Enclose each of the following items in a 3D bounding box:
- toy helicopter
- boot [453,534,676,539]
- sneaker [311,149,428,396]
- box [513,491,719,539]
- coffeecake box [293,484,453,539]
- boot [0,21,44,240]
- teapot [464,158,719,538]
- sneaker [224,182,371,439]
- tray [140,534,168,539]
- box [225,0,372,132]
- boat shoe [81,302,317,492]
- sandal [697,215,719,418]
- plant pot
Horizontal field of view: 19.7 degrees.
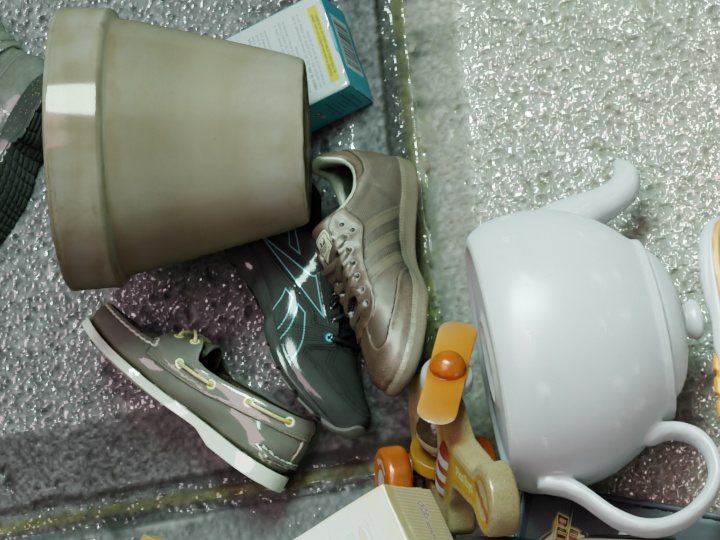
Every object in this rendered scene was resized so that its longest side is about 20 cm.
[{"bbox_3d":[0.067,0.114,1.350,0.078,0.200,0.133,-4,104,-13],"label":"toy helicopter"},{"bbox_3d":[0.105,0.208,1.343,0.199,0.074,0.076,-1,87,23],"label":"boot"},{"bbox_3d":[0.000,0.000,1.453,0.071,0.075,0.201,118,157,-46],"label":"sneaker"},{"bbox_3d":[0.168,0.251,1.365,0.158,0.046,0.201,8,81,26],"label":"box"},{"bbox_3d":[-0.018,0.251,1.303,0.200,0.073,0.154,-33,68,19],"label":"coffeecake box"},{"bbox_3d":[-0.318,-0.101,1.663,0.130,0.068,0.200,33,85,31],"label":"boot"},{"bbox_3d":[0.153,0.050,1.355,0.145,0.197,0.201,-9,106,-1],"label":"teapot"},{"bbox_3d":[-0.033,0.025,1.493,0.079,0.075,0.201,-31,68,12],"label":"sneaker"},{"bbox_3d":[-0.081,0.261,1.400,0.199,0.037,0.099,20,88,31],"label":"tray"},{"bbox_3d":[-0.096,-0.126,1.569,0.199,0.049,0.083,-25,69,17],"label":"box"},{"bbox_3d":[-0.118,0.081,1.521,0.201,0.072,0.060,37,92,20],"label":"boat shoe"},{"bbox_3d":[0.268,0.053,1.341,0.059,0.079,0.208,-33,61,48],"label":"sandal"},{"bbox_3d":[-0.123,-0.087,1.461,0.172,0.200,0.201,-1,76,1],"label":"plant pot"}]
